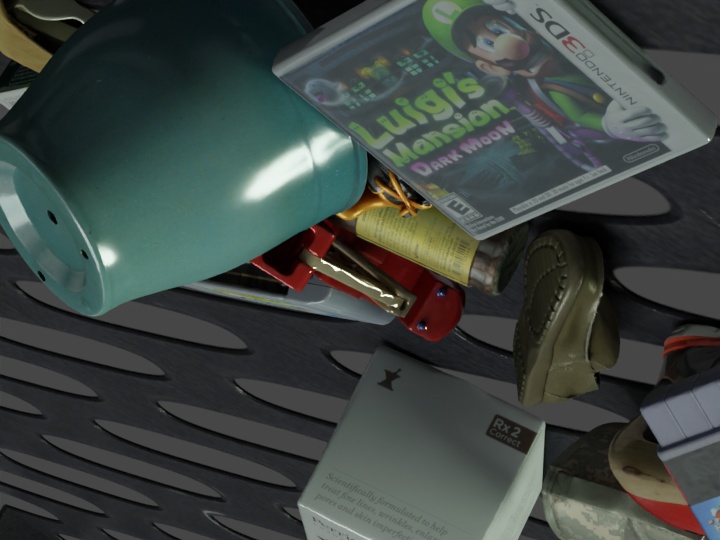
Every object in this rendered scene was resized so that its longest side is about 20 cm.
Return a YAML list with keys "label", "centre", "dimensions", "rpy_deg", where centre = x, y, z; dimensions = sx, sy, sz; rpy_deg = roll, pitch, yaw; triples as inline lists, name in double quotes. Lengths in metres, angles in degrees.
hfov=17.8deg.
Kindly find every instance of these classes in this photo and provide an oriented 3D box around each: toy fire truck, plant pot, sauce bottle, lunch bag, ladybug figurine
- label: "toy fire truck"
  centre: [0.000, 0.000, 1.659]
  dimensions: [0.200, 0.049, 0.141]
  rpy_deg: [29, -172, -22]
- label: "plant pot"
  centre: [-0.130, -0.074, 1.442]
  dimensions: [0.200, 0.188, 0.200]
  rpy_deg: [42, 154, 26]
- label: "sauce bottle"
  centre: [0.018, -0.049, 1.589]
  dimensions: [0.199, 0.065, 0.065]
  rpy_deg: [25, 162, 13]
- label: "lunch bag"
  centre: [0.249, 0.192, 1.766]
  dimensions: [0.164, 0.118, 0.200]
  rpy_deg: [17, 173, 32]
- label: "ladybug figurine"
  centre: [0.253, 0.139, 1.613]
  dimensions: [0.200, 0.135, 0.072]
  rpy_deg: [17, 126, 68]

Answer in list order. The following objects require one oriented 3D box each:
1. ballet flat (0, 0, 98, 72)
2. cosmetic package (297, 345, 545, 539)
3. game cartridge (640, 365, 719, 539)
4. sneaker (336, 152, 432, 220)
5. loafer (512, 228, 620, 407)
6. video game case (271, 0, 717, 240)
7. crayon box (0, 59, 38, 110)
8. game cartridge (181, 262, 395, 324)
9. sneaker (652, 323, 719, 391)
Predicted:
- label: "ballet flat"
  centre: [-0.180, -0.151, 1.622]
  dimensions: [0.199, 0.069, 0.063]
  rpy_deg: [23, 147, 17]
- label: "cosmetic package"
  centre: [0.057, 0.198, 2.030]
  dimensions: [0.164, 0.165, 0.200]
  rpy_deg: [24, 161, 14]
- label: "game cartridge"
  centre: [0.280, 0.148, 1.487]
  dimensions: [0.129, 0.038, 0.200]
  rpy_deg: [-25, 104, 28]
- label: "sneaker"
  centre: [0.044, -0.071, 1.471]
  dimensions: [0.078, 0.077, 0.200]
  rpy_deg: [39, 159, -22]
- label: "loafer"
  centre: [0.149, 0.031, 1.604]
  dimensions: [0.067, 0.076, 0.200]
  rpy_deg: [-4, 155, -7]
- label: "video game case"
  centre: [0.075, -0.102, 1.333]
  dimensions: [0.182, 0.023, 0.200]
  rpy_deg: [38, 142, -25]
- label: "crayon box"
  centre: [-0.173, -0.101, 1.763]
  dimensions: [0.200, 0.052, 0.126]
  rpy_deg: [39, 160, -25]
- label: "game cartridge"
  centre: [-0.075, 0.008, 1.848]
  dimensions: [0.199, 0.041, 0.133]
  rpy_deg: [10, 180, 31]
- label: "sneaker"
  centre: [0.262, 0.082, 1.539]
  dimensions: [0.077, 0.082, 0.200]
  rpy_deg: [35, 162, -16]
